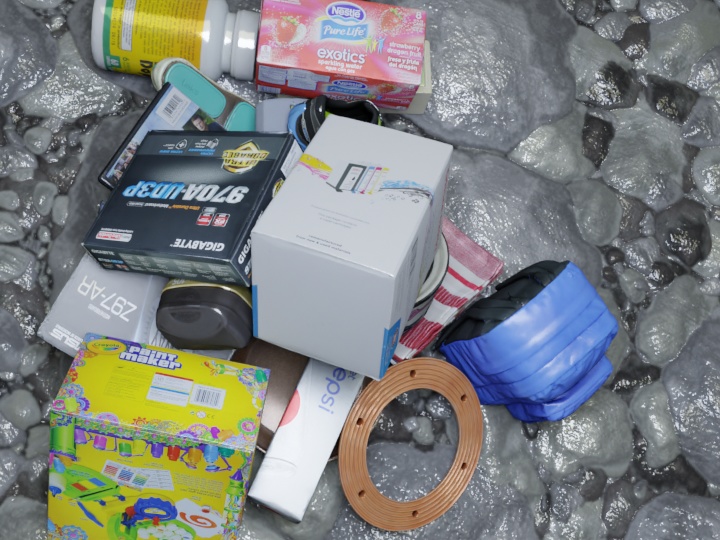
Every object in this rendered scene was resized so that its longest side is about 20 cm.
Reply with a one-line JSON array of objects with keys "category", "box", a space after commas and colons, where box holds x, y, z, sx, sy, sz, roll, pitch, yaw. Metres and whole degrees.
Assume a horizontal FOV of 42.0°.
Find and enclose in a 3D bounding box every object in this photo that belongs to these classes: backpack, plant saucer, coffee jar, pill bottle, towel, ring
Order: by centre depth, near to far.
[{"category": "coffee jar", "box": [-0.143, -0.012, 0.994, 0.102, 0.086, 0.203, -4, 54, 24]}, {"category": "ring", "box": [0.058, 0.198, 1.074, 0.197, 0.019, 0.205, -5, 100, -30]}, {"category": "backpack", "box": [0.207, 0.082, 1.076, 0.162, 0.200, 0.168, -42, 87, -17]}, {"category": "plant saucer", "box": [-0.065, 0.128, 1.112, 0.196, 0.037, 0.204, 2, 73, -8]}, {"category": "towel", "box": [0.062, 0.010, 1.135, 0.143, 0.023, 0.199, 39, 61, 21]}, {"category": "pill bottle", "box": [-0.226, -0.294, 1.170, 0.196, 0.113, 0.115, 8, 73, -6]}]

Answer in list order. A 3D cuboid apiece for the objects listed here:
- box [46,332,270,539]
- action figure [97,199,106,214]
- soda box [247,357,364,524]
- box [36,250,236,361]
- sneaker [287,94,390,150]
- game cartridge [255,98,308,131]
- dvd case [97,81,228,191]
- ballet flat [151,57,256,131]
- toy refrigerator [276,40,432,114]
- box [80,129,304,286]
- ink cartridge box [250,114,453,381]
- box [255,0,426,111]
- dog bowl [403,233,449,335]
[{"category": "box", "box": [-0.210, 0.194, 0.976, 0.196, 0.195, 0.123, 12, 34, -4]}, {"category": "action figure", "box": [-0.210, -0.063, 1.133, 0.198, 0.104, 0.196, 33, 79, -20]}, {"category": "soda box", "box": [-0.056, 0.174, 1.049, 0.067, 0.064, 0.203, 25, 72, 1]}, {"category": "box", "box": [-0.232, 0.053, 1.045, 0.198, 0.043, 0.162, 34, 80, -14]}, {"category": "sneaker", "box": [0.009, -0.154, 1.119, 0.197, 0.082, 0.072, 19, 64, -32]}, {"category": "game cartridge", "box": [-0.041, -0.138, 1.152, 0.197, 0.041, 0.136, 10, 74, -33]}, {"category": "dvd case", "box": [-0.184, -0.100, 1.085, 0.199, 0.017, 0.144, 39, 68, -20]}, {"category": "ballet flat", "box": [-0.175, -0.195, 1.159, 0.199, 0.062, 0.068, 41, 79, -32]}, {"category": "toy refrigerator", "box": [-0.010, -0.254, 1.210, 0.196, 0.070, 0.077, 1, 74, -7]}, {"category": "box", "box": [-0.169, -0.070, 0.961, 0.197, 0.046, 0.161, 6, 58, 30]}, {"category": "ink cartridge box", "box": [-0.006, -0.029, 0.940, 0.142, 0.149, 0.201, 17, 46, 12]}, {"category": "box", "box": [-0.025, -0.263, 1.126, 0.196, 0.100, 0.098, 7, 81, -6]}, {"category": "dog bowl", "box": [0.000, 0.000, 1.068, 0.196, 0.075, 0.202, 2, 46, -2]}]
